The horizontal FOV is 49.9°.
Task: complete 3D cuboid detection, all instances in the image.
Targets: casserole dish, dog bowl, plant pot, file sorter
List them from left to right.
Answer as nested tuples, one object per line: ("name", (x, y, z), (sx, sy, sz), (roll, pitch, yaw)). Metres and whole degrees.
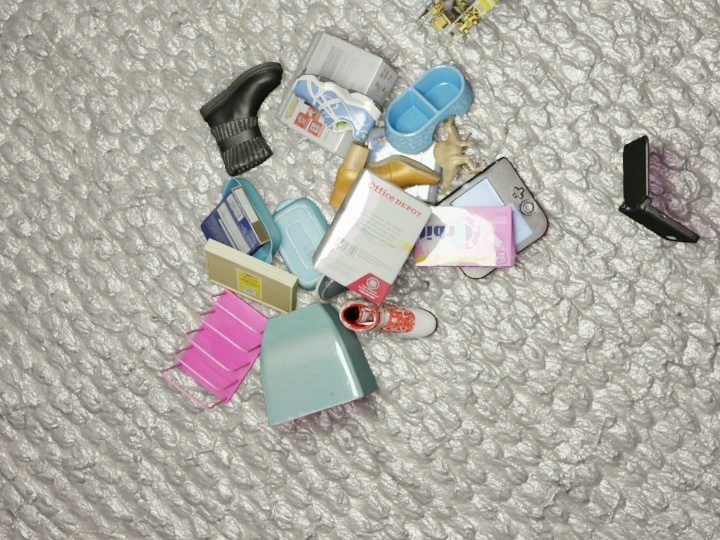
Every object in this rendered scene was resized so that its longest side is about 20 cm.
("file sorter", (-0.293, 0.163, 1.591), (0.138, 0.125, 0.201), (35, 97, 5))
("casserole dish", (-0.219, -0.101, 1.574), (0.038, 0.121, 0.202), (-21, 73, -33))
("casserole dish", (-0.114, -0.053, 1.590), (0.120, 0.039, 0.202), (-30, 89, 9))
("plant pot", (-0.095, 0.175, 1.538), (0.193, 0.196, 0.203), (-18, 83, 9))
("dog bowl", (0.129, -0.321, 1.512), (0.199, 0.050, 0.112), (-41, 66, -3))

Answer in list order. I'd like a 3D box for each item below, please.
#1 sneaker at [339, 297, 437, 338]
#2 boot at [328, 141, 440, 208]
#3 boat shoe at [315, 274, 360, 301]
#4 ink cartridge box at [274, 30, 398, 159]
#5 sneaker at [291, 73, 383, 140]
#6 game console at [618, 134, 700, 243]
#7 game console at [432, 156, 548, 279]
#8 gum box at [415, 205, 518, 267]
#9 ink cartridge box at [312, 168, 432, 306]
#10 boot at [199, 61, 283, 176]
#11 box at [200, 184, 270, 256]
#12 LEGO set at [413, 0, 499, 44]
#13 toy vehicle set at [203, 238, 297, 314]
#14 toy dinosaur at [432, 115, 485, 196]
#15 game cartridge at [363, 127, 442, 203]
("sneaker", (0.053, 0.101, 1.545), (0.198, 0.108, 0.068), (12, 95, 7))
("boot", (0.046, -0.158, 1.528), (0.198, 0.071, 0.146), (17, 112, -6))
("boat shoe", (0.000, 0.000, 1.552), (0.199, 0.075, 0.062), (-35, 51, -7))
("ink cartridge box", (-0.050, -0.347, 1.538), (0.174, 0.084, 0.202), (33, 98, 27))
("sneaker", (-0.055, -0.307, 1.443), (0.198, 0.076, 0.078), (27, 90, 29))
("game console", (0.544, -0.144, 1.412), (0.174, 0.200, 0.117), (32, 98, 5))
("game console", (0.255, -0.100, 1.544), (0.199, 0.031, 0.178), (-35, 88, 8))
("gum box", (0.207, -0.065, 1.508), (0.196, 0.066, 0.116), (0, 88, 12))
("ink cartridge box", (0.018, -0.068, 1.428), (0.144, 0.145, 0.202), (30, 96, -7))
("boot", (-0.215, -0.306, 1.575), (0.210, 0.079, 0.159), (-32, 81, 19))
("box", (-0.258, -0.079, 1.572), (0.032, 0.199, 0.122), (-28, 88, -36))
("LEGO set", (0.171, -0.512, 1.455), (0.153, 0.201, 0.116), (-39, 105, 22))
("toy vehicle set", (-0.223, 0.017, 1.578), (0.197, 0.125, 0.027), (23, 59, 6))
("toy dinosaur", (0.189, -0.215, 1.519), (0.099, 0.058, 0.203), (10, 66, -6))
("game cartridge", (0.066, -0.217, 1.564), (0.196, 0.042, 0.136), (10, 99, 8))
